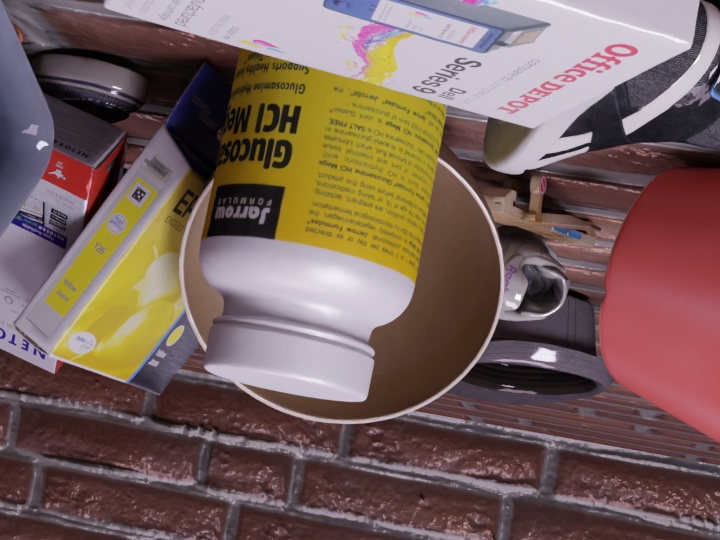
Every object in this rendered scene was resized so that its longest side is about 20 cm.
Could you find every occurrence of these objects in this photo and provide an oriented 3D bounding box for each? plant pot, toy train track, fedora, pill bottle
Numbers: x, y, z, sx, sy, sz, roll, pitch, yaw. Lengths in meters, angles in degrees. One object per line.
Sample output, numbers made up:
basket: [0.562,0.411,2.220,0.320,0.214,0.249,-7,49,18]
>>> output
plant pot: [0.252,0.026,0.991,0.176,0.203,0.200,17,175,34]
toy train track: [0.127,-0.044,1.168,0.113,0.033,0.200,6,176,26]
plant pot: [-0.009,-0.025,1.054,0.198,0.202,0.135,11,-153,-3]
fedora: [0.153,0.065,1.567,0.175,0.091,0.200,13,164,-20]
pill bottle: [-0.020,-0.041,0.839,0.111,0.203,0.112,10,170,2]

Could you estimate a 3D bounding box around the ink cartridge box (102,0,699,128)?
ink cartridge box: [0.015,-0.131,0.630,0.198,0.089,0.145,12,170,-18]

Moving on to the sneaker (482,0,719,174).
sneaker: [0.137,-0.080,0.817,0.111,0.074,0.200,14,168,-11]

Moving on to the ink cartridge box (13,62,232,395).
ink cartridge box: [-0.118,-0.017,1.096,0.047,0.201,0.198,39,180,19]

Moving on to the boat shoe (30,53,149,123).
boat shoe: [-0.216,-0.087,1.112,0.074,0.094,0.199,19,168,-39]

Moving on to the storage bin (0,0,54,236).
storage bin: [-0.272,-0.112,0.919,0.133,0.146,0.201,21,153,19]

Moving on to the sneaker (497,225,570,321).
sneaker: [0.117,0.012,1.239,0.099,0.076,0.199,25,-170,23]

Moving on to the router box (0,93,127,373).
router box: [-0.262,-0.049,1.078,0.198,0.049,0.181,24,129,6]

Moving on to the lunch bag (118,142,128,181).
lunch bag: [-0.272,-0.078,1.293,0.159,0.077,0.199,14,171,-30]
